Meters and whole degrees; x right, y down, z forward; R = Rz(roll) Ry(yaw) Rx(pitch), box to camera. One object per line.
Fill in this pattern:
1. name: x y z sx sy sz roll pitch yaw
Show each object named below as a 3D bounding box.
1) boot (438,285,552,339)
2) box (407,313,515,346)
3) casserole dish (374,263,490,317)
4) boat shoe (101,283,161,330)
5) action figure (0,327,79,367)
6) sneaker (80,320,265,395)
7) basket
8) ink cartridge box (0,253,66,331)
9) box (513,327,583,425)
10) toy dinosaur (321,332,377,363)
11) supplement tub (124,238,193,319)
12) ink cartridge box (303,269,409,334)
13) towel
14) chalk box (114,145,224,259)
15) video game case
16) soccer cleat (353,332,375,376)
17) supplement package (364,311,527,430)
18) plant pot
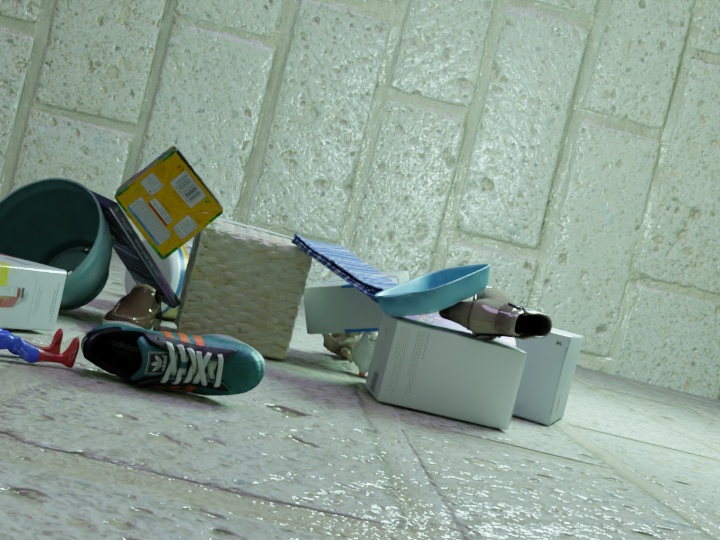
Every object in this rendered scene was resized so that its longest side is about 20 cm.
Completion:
1. boot: 0.217 0.069 1.506 0.146 0.071 0.199 10 10 41
2. box: 0.128 0.139 1.611 0.199 0.137 0.039 14 32 -10
3. casserole dish: 0.109 0.030 1.488 0.121 0.039 0.200 -7 9 41
4. boat shoe: -0.337 0.056 1.526 0.074 0.075 0.202 14 1 -5
5. action figure: -0.388 0.041 1.051 0.199 0.100 0.065 10 2 -43
6. sneaker: -0.205 0.101 1.105 0.199 0.072 0.080 9 5 1
7. basket: -0.190 0.031 1.677 0.199 0.199 0.161 14 5 -11
8. ink cartridge box: -0.488 0.017 1.255 0.144 0.084 0.200 14 0 25
9. box: 0.304 0.172 1.753 0.106 0.153 0.200 15 0 19
10. toy dinosaur: -0.015 0.131 1.940 0.199 0.086 0.135 -2 2 -35
11. supplement tub: -0.315 0.021 1.878 0.144 0.145 0.199 14 1 43
12. ink cartridge box: -0.001 0.054 1.788 0.145 0.085 0.200 -4 4 15
13. towel: 0.000 0.000 1.600 0.200 0.024 0.145 35 13 33
14. chalk box: -0.305 -0.113 1.624 0.125 0.124 0.200 53 -4 -13
15. video game case: -0.368 -0.036 1.622 0.143 0.019 0.201 22 -35 52
16. soccer cleat: 0.087 0.157 1.719 0.199 0.078 0.069 14 1 -4
17. supplement package: 0.123 0.146 1.499 0.199 0.120 0.121 14 1 -9
18. plant pot: -0.464 -0.021 1.560 0.199 0.201 0.134 14 -26 19
